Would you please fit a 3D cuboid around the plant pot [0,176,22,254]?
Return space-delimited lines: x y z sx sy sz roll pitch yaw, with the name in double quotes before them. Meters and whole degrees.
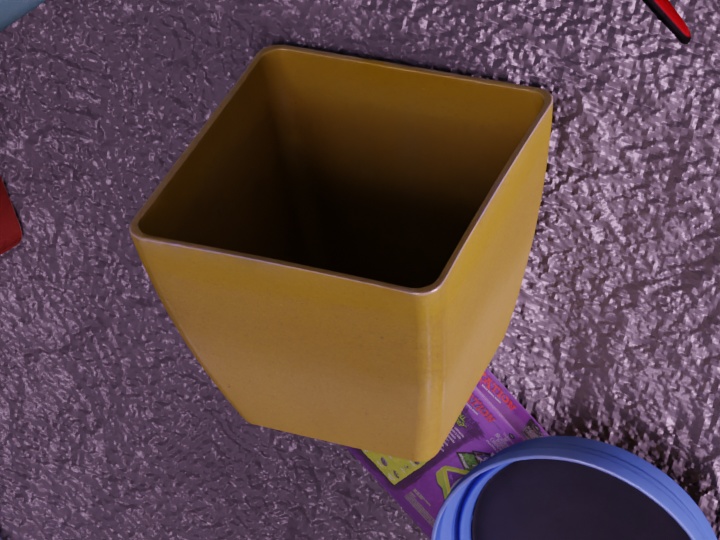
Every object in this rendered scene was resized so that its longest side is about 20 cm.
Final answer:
"plant pot" -0.384 -0.060 1.798 0.200 0.176 0.200 -5 114 30

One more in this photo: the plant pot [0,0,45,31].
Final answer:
"plant pot" -0.226 -0.251 1.599 0.161 0.201 0.201 -25 105 24

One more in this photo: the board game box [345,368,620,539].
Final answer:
"board game box" 0.083 0.142 1.763 0.200 0.032 0.120 48 132 -6

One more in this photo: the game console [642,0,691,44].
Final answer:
"game console" 0.069 -0.195 1.448 0.172 0.119 0.200 -9 157 25

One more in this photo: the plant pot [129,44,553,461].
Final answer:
"plant pot" 0.000 0.000 1.631 0.200 0.200 0.177 11 134 22

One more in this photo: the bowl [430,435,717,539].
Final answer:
"bowl" 0.145 0.196 1.722 0.200 0.039 0.201 13 124 20
